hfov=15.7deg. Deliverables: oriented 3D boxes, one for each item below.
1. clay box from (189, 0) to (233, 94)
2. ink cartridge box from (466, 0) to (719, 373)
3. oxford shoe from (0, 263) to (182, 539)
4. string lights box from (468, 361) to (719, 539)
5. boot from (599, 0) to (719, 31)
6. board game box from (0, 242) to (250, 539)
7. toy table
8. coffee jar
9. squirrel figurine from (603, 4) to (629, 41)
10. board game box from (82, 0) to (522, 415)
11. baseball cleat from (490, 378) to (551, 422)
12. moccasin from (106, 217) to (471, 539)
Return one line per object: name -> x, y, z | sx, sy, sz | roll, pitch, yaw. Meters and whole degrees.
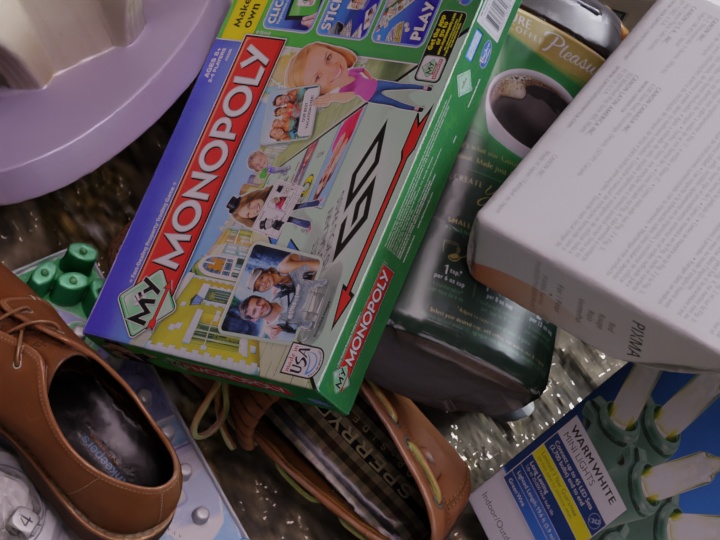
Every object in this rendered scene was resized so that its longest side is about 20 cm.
clay box -> -0.030, -0.139, 1.282 | 0.115, 0.048, 0.200 | -1, 66, -19
ink cartridge box -> 0.171, -0.016, 1.085 | 0.200, 0.050, 0.162 | 32, 60, 16
oxford shoe -> -0.149, 0.033, 1.122 | 0.200, 0.071, 0.071 | 41, 62, 4
string lights box -> 0.150, 0.087, 1.147 | 0.059, 0.200, 0.103 | 5, 49, -48
boot -> 0.145, -0.167, 1.340 | 0.200, 0.073, 0.090 | 15, 67, -11
board game box -> -0.159, 0.104, 1.140 | 0.200, 0.026, 0.200 | -24, 77, -26
toy table -> -0.143, -0.136, 1.157 | 0.184, 0.117, 0.200 | -5, 41, 19
coffee jar -> 0.050, -0.044, 1.159 | 0.104, 0.085, 0.200 | 27, 67, -27
squirrel figurine -> 0.189, -0.071, 1.240 | 0.187, 0.200, 0.142 | 16, 69, -26
board game box -> -0.025, -0.045, 1.119 | 0.029, 0.135, 0.200 | 41, 67, -50
baseball cleat -> 0.000, 0.000, 1.228 | 0.106, 0.070, 0.200 | -32, 94, 6
moccasin -> -0.036, 0.053, 1.171 | 0.074, 0.078, 0.201 | -40, 91, 14
